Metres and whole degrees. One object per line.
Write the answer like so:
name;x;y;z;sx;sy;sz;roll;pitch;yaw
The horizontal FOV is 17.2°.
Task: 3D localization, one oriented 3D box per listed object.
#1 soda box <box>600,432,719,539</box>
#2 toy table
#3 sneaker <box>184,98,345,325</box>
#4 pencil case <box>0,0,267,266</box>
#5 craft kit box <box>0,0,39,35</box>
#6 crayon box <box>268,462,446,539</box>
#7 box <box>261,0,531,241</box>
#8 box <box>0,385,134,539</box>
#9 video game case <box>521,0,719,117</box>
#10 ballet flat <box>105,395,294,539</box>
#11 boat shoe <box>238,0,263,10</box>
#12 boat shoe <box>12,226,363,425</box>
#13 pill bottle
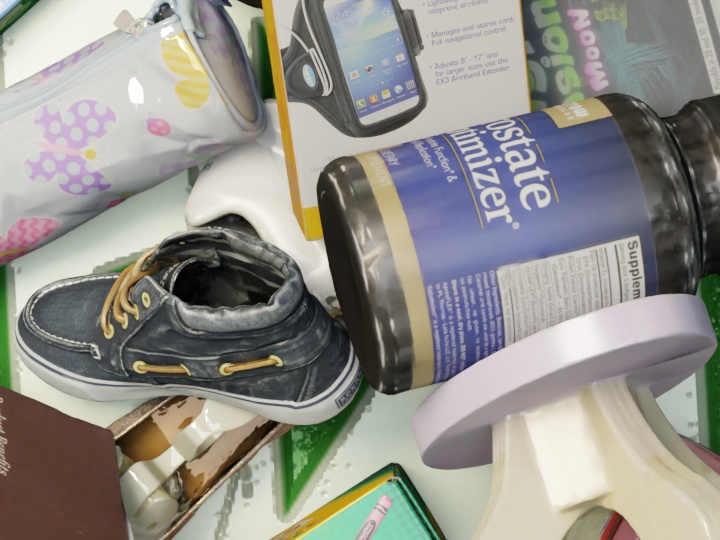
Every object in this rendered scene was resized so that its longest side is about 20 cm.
soda box;0.132;0.181;1.199;0.063;0.070;0.200;30;89;1
toy table;0.108;0.098;1.097;0.183;0.200;0.118;-13;74;-13
sneaker;0.000;0.000;1.194;0.200;0.075;0.087;32;65;9
pencil case;-0.145;-0.065;1.176;0.200;0.091;0.083;-26;66;17
craft kit box;-0.232;-0.213;1.225;0.200;0.049;0.198;-42;91;-1
crayon box;-0.050;0.174;1.177;0.200;0.119;0.058;-33;89;0
box;0.015;-0.121;1.117;0.119;0.041;0.201;-11;114;-9
box;-0.231;0.145;1.099;0.200;0.166;0.164;26;115;-26
video game case;0.089;-0.124;1.155;0.181;0.023;0.201;-10;114;23
ballet flat;-0.094;0.091;1.204;0.200;0.067;0.068;-43;89;0
boat shoe;-0.086;-0.188;1.161;0.199;0.072;0.076;26;85;7
boat shoe;-0.098;0.016;1.160;0.200;0.091;0.071;6;55;29
pill bottle;0.088;-0.019;1.098;0.199;0.112;0.112;-14;89;-8
